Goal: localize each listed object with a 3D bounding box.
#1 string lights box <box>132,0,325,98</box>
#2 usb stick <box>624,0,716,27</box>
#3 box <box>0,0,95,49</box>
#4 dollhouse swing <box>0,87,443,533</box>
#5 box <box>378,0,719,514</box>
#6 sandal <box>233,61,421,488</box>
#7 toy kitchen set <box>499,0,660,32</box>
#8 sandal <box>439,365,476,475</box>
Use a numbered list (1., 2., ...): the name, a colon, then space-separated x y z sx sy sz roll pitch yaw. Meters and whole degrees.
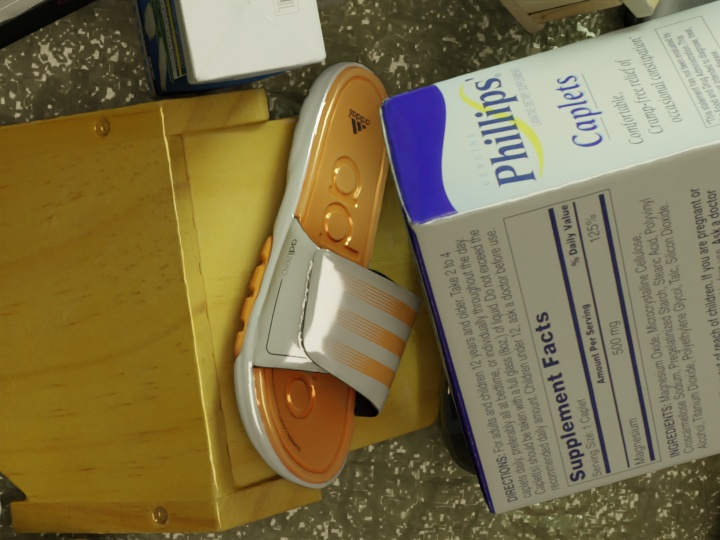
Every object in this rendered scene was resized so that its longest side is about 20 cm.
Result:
1. string lights box: -0.068 -0.136 0.822 0.059 0.200 0.103 -11 95 -11
2. usb stick: 0.179 -0.216 0.952 0.055 0.033 0.201 8 91 -15
3. box: -0.226 -0.140 0.816 0.200 0.149 0.125 -30 99 -9
4. dollhouse swing: -0.076 0.012 0.916 0.181 0.176 0.201 -5 97 31
5. box: 0.127 -0.008 0.814 0.199 0.105 0.184 -16 129 2
6. sandal: -0.005 -0.003 0.840 0.079 0.059 0.208 22 71 -46
7. toy kitchen set: 0.201 -0.167 0.837 0.180 0.163 0.200 43 64 -27
8. sandal: 0.078 0.006 0.936 0.079 0.057 0.202 12 98 -2
